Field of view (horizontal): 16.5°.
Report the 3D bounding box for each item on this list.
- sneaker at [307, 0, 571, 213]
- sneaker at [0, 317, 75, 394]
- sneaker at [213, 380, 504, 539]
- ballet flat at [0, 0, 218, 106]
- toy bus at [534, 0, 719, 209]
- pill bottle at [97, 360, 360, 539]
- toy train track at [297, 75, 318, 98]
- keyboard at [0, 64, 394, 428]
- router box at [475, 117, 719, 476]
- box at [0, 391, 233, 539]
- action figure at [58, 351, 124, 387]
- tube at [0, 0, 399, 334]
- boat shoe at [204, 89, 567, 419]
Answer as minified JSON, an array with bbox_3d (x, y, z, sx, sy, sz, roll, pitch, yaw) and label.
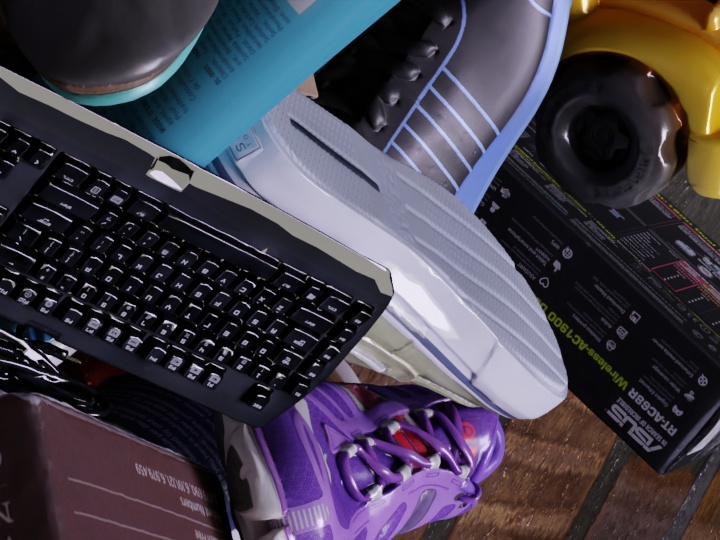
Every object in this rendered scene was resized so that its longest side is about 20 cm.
[{"bbox_3d":[0.012,-0.058,0.904,0.078,0.070,0.200,-3,121,-49],"label":"sneaker"},{"bbox_3d":[-0.100,-0.004,0.860,0.200,0.076,0.081,-43,157,-34],"label":"sneaker"},{"bbox_3d":[0.004,0.065,0.899,0.200,0.083,0.081,-18,94,-73],"label":"sneaker"},{"bbox_3d":[-0.069,-0.130,0.731,0.200,0.068,0.069,-83,169,-51],"label":"ballet flat"},{"bbox_3d":[0.089,-0.142,0.967,0.136,0.200,0.192,-36,140,-53],"label":"toy bus"},{"bbox_3d":[-0.084,0.098,0.973,0.200,0.111,0.111,-29,143,-55],"label":"pill bottle"},{"bbox_3d":[-0.067,-0.114,0.830,0.200,0.032,0.115,9,66,-58],"label":"toy train track"},{"bbox_3d":[-0.084,0.009,0.753,0.200,0.040,0.104,27,118,-36],"label":"keyboard"},{"bbox_3d":[0.117,0.001,1.195,0.062,0.200,0.150,-52,162,21],"label":"router box"},{"bbox_3d":[-0.124,0.163,0.765,0.164,0.165,0.201,40,34,-69],"label":"box"},{"bbox_3d":[-0.046,-0.018,1.002,0.200,0.099,0.065,-12,135,-35],"label":"action figure"},{"bbox_3d":[-0.053,-0.064,0.768,0.200,0.078,0.050,-37,142,21],"label":"tube"},{"bbox_3d":[0.000,0.000,0.859,0.062,0.072,0.200,-32,135,21],"label":"boat shoe"}]
